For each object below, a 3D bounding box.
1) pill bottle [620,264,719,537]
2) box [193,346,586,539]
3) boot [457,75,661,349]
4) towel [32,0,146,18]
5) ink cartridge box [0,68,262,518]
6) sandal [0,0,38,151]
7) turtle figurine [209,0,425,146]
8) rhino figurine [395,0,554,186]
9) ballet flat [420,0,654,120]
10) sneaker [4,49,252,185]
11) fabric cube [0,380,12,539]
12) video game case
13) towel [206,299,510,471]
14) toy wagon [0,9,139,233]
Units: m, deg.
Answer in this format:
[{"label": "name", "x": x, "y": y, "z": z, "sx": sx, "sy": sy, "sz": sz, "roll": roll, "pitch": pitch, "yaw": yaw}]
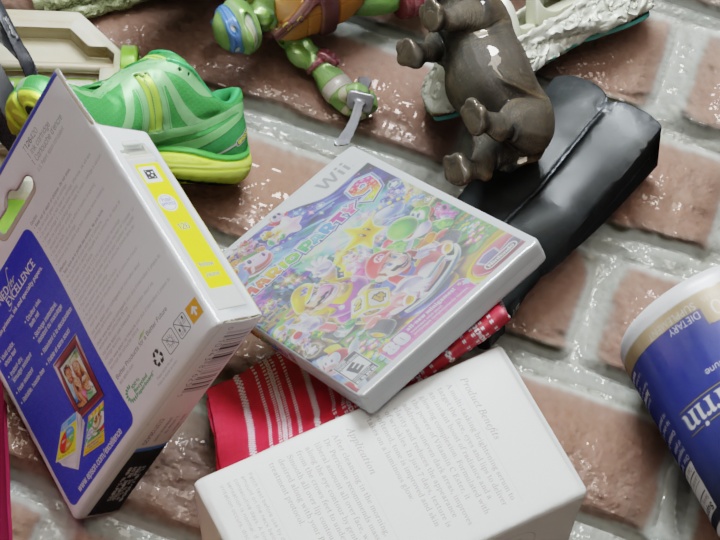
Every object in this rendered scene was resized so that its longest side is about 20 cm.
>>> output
[{"label": "pill bottle", "x": 0.253, "y": 0.104, "z": 1.311, "sx": 0.115, "sy": 0.116, "sz": 0.201, "roll": -21, "pitch": 63, "yaw": -13}, {"label": "box", "x": 0.015, "y": 0.157, "z": 1.251, "sx": 0.199, "sy": 0.153, "sz": 0.107, "roll": -23, "pitch": 63, "yaw": -15}, {"label": "boot", "x": 0.085, "y": -0.065, "z": 1.428, "sx": 0.165, "sy": 0.066, "sz": 0.200, "roll": 38, "pitch": 68, "yaw": 11}, {"label": "towel", "x": -0.156, "y": -0.262, "z": 1.549, "sx": 0.199, "sy": 0.037, "sz": 0.149, "roll": -15, "pitch": 63, "yaw": -11}, {"label": "ink cartridge box", "x": -0.165, "y": 0.015, "z": 1.308, "sx": 0.047, "sy": 0.198, "sz": 0.201, "roll": -7, "pitch": 55, "yaw": -42}, {"label": "sandal", "x": -0.251, "y": -0.166, "z": 1.422, "sx": 0.043, "sy": 0.076, "sz": 0.201, "roll": -20, "pitch": 63, "yaw": -11}, {"label": "turtle figurine", "x": 0.009, "y": -0.183, "z": 1.453, "sx": 0.193, "sy": 0.200, "sz": 0.145, "roll": -30, "pitch": 100, "yaw": -22}, {"label": "rhino figurine", "x": 0.068, "y": -0.153, "z": 1.392, "sx": 0.087, "sy": 0.060, "sz": 0.201, "roll": -6, "pitch": 70, "yaw": -43}, {"label": "ballet flat", "x": 0.116, "y": -0.175, "z": 1.488, "sx": 0.199, "sy": 0.072, "sz": 0.072, "roll": -29, "pitch": 65, "yaw": -21}, {"label": "sneaker", "x": -0.152, "y": -0.104, "z": 1.386, "sx": 0.074, "sy": 0.199, "sz": 0.084, "roll": -1, "pitch": 83, "yaw": 40}, {"label": "fabric cube", "x": -0.309, "y": 0.124, "z": 1.231, "sx": 0.198, "sy": 0.200, "sz": 0.197, "roll": -6, "pitch": 61, "yaw": -6}, {"label": "video game case", "x": 0.000, "y": 0.000, "z": 1.290, "sx": 0.143, "sy": 0.018, "sz": 0.200, "roll": -41, "pitch": 37, "yaw": -15}, {"label": "towel", "x": -0.006, "y": 0.054, "z": 1.296, "sx": 0.199, "sy": 0.023, "sz": 0.145, "roll": -33, "pitch": 20, "yaw": 6}, {"label": "toy wagon", "x": -0.232, "y": -0.090, "z": 1.447, "sx": 0.154, "sy": 0.040, "sz": 0.201, "roll": 2, "pitch": 61, "yaw": -1}]
